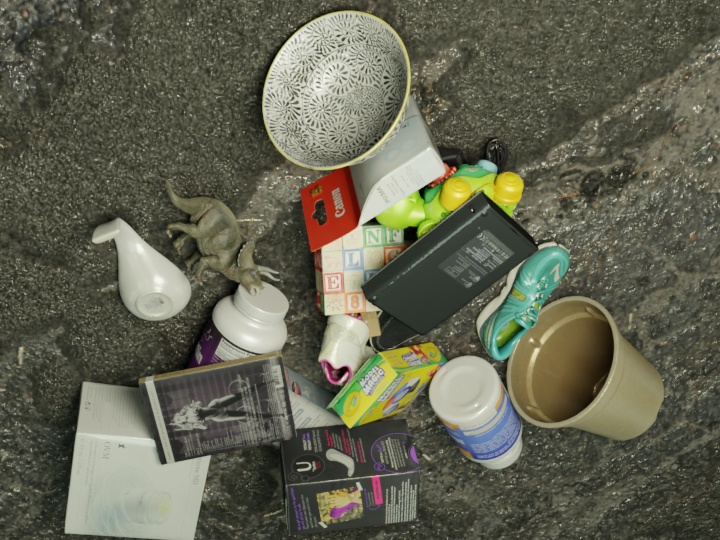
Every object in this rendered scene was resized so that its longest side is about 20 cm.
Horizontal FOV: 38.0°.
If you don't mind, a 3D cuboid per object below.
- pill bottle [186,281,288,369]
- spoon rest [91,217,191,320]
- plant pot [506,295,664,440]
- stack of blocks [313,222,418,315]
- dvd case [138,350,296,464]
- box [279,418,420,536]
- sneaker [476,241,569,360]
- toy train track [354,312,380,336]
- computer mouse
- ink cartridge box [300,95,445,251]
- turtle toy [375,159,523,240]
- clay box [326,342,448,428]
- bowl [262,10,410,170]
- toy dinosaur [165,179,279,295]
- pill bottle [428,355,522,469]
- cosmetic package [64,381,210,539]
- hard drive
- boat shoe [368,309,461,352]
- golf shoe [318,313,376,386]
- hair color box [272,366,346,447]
[{"bbox_3d":[-0.176,0.115,1.493,0.111,0.113,0.201,18,117,-19],"label":"pill bottle"},{"bbox_3d":[-0.304,-0.002,1.441,0.098,0.061,0.201,-19,136,5],"label":"spoon rest"},{"bbox_3d":[0.355,0.167,1.576,0.183,0.201,0.201,28,115,-35],"label":"plant pot"},{"bbox_3d":[0.039,-0.008,1.431,0.197,0.059,0.117,-4,97,-12],"label":"stack of blocks"},{"bbox_3d":[-0.196,0.193,1.460,0.198,0.016,0.150,-11,122,-5],"label":"dvd case"},{"bbox_3d":[-0.018,0.307,1.561,0.197,0.123,0.107,-4,123,-7],"label":"box"},{"bbox_3d":[0.247,0.048,1.536,0.077,0.080,0.201,21,116,-21],"label":"sneaker"},{"bbox_3d":[0.000,0.000,1.495,0.113,0.033,0.202,-9,115,5],"label":"toy train track"},{"bbox_3d":[0.105,-0.110,1.438,0.198,0.046,0.142,-12,123,-12],"label":"computer mouse"},{"bbox_3d":[0.002,-0.128,1.337,0.199,0.161,0.047,-30,123,11],"label":"ink cartridge box"},{"bbox_3d":[0.113,-0.083,1.362,0.198,0.102,0.147,-6,138,-20],"label":"turtle toy"},{"bbox_3d":[0.040,0.167,1.528,0.115,0.048,0.199,-51,160,21],"label":"clay box"},{"bbox_3d":[-0.014,-0.208,1.298,0.200,0.202,0.094,-35,156,14],"label":"bowl"},{"bbox_3d":[-0.203,-0.049,1.421,0.102,0.077,0.201,-32,109,-9],"label":"toy dinosaur"},{"bbox_3d":[0.185,0.227,1.607,0.111,0.113,0.201,-24,138,7],"label":"pill bottle"},{"bbox_3d":[-0.333,0.291,1.575,0.198,0.123,0.201,6,121,-14],"label":"cosmetic package"},{"bbox_3d":[0.116,-0.003,1.345,0.199,0.033,0.139,-38,139,17],"label":"hard drive"},{"bbox_3d":[0.092,0.059,1.530,0.199,0.063,0.075,-38,122,16],"label":"boat shoe"},{"bbox_3d":[-0.023,0.133,1.511,0.075,0.092,0.201,16,154,20],"label":"golf shoe"},{"bbox_3d":[-0.086,0.230,1.611,0.199,0.061,0.099,33,112,-26],"label":"hair color box"}]
